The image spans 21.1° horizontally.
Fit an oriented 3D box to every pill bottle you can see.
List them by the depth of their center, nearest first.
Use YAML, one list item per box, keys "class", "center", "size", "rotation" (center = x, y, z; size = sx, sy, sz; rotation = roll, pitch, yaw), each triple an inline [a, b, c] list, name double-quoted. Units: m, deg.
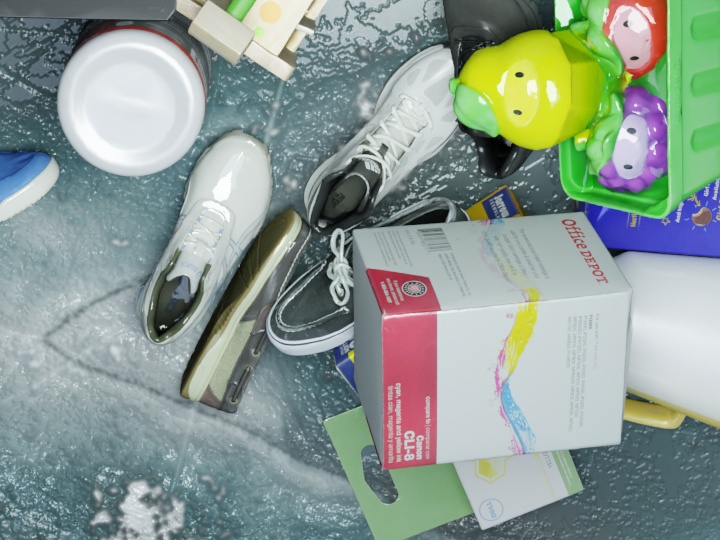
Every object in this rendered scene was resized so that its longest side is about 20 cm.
- class: "pill bottle"
  center: [-0.179, -0.158, 1.563]
  size: [0.115, 0.200, 0.117]
  rotation: [-1, 110, -2]

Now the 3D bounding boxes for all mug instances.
- class: "mug"
  center: [0.266, 0.068, 1.671]
  size: [0.152, 0.150, 0.188]
  rotation: [13, 108, -8]

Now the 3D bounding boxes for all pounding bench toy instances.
- class: "pounding bench toy"
  center: [-0.068, -0.252, 1.539]
  size: [0.124, 0.200, 0.157]
  rotation: [32, 105, -11]

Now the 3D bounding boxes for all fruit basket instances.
- class: "fruit basket"
  center: [0.182, -0.146, 1.521]
  size: [0.214, 0.155, 0.218]
  rotation: [-8, 105, -33]

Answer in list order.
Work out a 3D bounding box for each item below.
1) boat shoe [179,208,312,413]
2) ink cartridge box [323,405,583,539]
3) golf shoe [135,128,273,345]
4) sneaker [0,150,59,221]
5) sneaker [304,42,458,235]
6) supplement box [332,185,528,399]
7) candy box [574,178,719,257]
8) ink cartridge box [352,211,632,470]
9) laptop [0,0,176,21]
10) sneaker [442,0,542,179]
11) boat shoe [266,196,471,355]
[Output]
- class: "boat shoe"
  center: [-0.089, 0.039, 1.701]
  size: [0.066, 0.072, 0.202]
  rotation: [27, 110, -15]
- class: "ink cartridge box"
  center: [0.084, 0.167, 1.755]
  size: [0.199, 0.048, 0.146]
  rotation: [-22, 107, 3]
- class: "golf shoe"
  center: [-0.132, -0.021, 1.664]
  size: [0.078, 0.097, 0.201]
  rotation: [23, 104, -7]
- class: "sneaker"
  center: [-0.364, -0.090, 1.645]
  size: [0.198, 0.077, 0.112]
  rotation: [-15, 117, 10]
- class: "sneaker"
  center: [0.030, -0.101, 1.632]
  size: [0.076, 0.115, 0.201]
  rotation: [40, 102, -11]
- class: "supplement box"
  center: [0.080, 0.040, 1.672]
  size: [0.199, 0.109, 0.110]
  rotation: [-33, 118, 8]
- class: "candy box"
  center: [0.291, -0.103, 1.660]
  size: [0.198, 0.077, 0.171]
  rotation: [5, 108, -4]
- class: "ink cartridge box"
  center: [0.101, 0.053, 1.535]
  size: [0.198, 0.146, 0.146]
  rotation: [-5, 118, -8]
- class: "laptop"
  center: [-0.227, -0.289, 1.538]
  size: [0.175, 0.201, 0.104]
  rotation: [1, 123, -2]
- class: "sneaker"
  center: [0.109, -0.160, 1.594]
  size: [0.075, 0.091, 0.201]
  rotation: [5, 137, 33]
- class: "boat shoe"
  center: [0.001, 0.002, 1.611]
  size: [0.198, 0.068, 0.074]
  rotation: [-26, 63, 12]
